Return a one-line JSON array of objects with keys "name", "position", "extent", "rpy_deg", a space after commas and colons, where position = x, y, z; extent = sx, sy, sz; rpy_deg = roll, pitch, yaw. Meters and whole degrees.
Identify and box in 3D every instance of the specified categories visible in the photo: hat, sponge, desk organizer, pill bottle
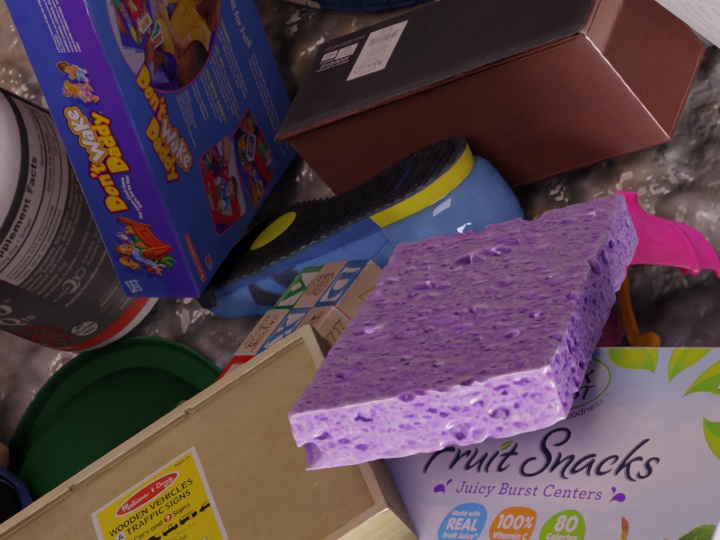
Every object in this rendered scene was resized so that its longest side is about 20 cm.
[{"name": "hat", "position": [-0.151, 0.114, 1.435], "extent": [0.166, 0.176, 0.200], "rpy_deg": [-44, 62, 15]}, {"name": "sponge", "position": [0.048, 0.024, 1.233], "extent": [0.111, 0.200, 0.030], "rpy_deg": [-12, 107, 19]}, {"name": "desk organizer", "position": [0.063, -0.088, 1.423], "extent": [0.200, 0.077, 0.072], "rpy_deg": [-17, 37, 40]}, {"name": "pill bottle", "position": [-0.194, -0.036, 1.475], "extent": [0.116, 0.200, 0.116], "rpy_deg": [-12, 68, 32]}]

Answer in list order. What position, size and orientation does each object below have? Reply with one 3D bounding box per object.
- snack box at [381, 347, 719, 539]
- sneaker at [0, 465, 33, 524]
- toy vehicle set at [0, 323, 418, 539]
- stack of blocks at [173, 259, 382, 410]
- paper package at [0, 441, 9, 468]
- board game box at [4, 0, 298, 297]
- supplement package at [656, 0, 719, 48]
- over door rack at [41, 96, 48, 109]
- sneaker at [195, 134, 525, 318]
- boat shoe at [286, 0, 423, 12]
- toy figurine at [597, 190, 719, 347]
[{"name": "snack box", "position": [0.082, 0.102, 1.202], "extent": [0.200, 0.053, 0.142], "rpy_deg": [-2, 55, 43]}, {"name": "sneaker", "position": [-0.204, 0.138, 1.371], "extent": [0.070, 0.078, 0.200], "rpy_deg": [-45, 23, 17]}, {"name": "toy vehicle set", "position": [-0.081, 0.121, 1.257], "extent": [0.200, 0.027, 0.124], "rpy_deg": [-33, 41, 9]}, {"name": "stack of blocks", "position": [-0.054, 0.091, 1.365], "extent": [0.200, 0.059, 0.115], "rpy_deg": [-53, 17, -16]}, {"name": "paper package", "position": [-0.305, 0.150, 1.486], "extent": [0.103, 0.191, 0.200], "rpy_deg": [40, 115, 30]}, {"name": "board game box", "position": [-0.101, -0.106, 1.425], "extent": [0.045, 0.200, 0.134], "rpy_deg": [0, 36, 28]}, {"name": "supplement package", "position": [0.249, -0.143, 1.316], "extent": [0.200, 0.110, 0.114], "rpy_deg": [17, 87, 31]}, {"name": "over door rack", "position": [-0.180, -0.141, 1.575], "extent": [0.200, 0.067, 0.148], "rpy_deg": [-15, 71, 25]}, {"name": "sneaker", "position": [0.000, 0.000, 1.444], "extent": [0.200, 0.078, 0.066], "rpy_deg": [-21, 25, 40]}, {"name": "boat shoe", "position": [-0.043, -0.185, 1.493], "extent": [0.200, 0.072, 0.072], "rpy_deg": [6, 52, 5]}, {"name": "toy figurine", "position": [0.120, 0.061, 1.353], "extent": [0.200, 0.150, 0.184], "rpy_deg": [-47, 44, 39]}]
